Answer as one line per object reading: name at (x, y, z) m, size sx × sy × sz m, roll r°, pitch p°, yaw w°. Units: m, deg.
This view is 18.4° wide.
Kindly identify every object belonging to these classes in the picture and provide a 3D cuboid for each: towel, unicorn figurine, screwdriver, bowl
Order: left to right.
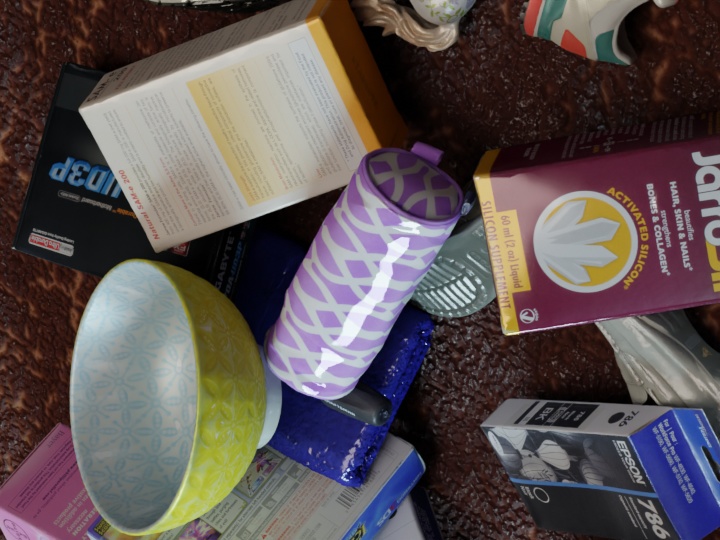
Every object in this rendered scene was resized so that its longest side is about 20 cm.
bowl at (-0.123, 0.093, 1.632) m, size 0.200 × 0.107 × 0.201 m, roll -5°, pitch 84°, yaw 56°
screwdriver at (-0.058, 0.070, 1.660) m, size 0.200 × 0.029 × 0.028 m, roll 24°, pitch 91°, yaw 30°
towel at (-0.047, 0.062, 1.701) m, size 0.200 × 0.050 × 0.148 m, roll 27°, pitch 94°, yaw 31°
unicorn figurine at (0.062, -0.235, 1.521) m, size 0.137 × 0.074 × 0.200 m, roll 36°, pitch 143°, yaw 22°

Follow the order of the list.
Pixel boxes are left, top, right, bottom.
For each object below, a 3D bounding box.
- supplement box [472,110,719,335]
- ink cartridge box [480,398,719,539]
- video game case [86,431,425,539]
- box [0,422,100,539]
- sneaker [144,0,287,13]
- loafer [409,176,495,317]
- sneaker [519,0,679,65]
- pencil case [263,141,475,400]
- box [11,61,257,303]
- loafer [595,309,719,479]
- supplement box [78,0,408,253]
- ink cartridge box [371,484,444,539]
supplement box at (0.183, -0.034, 1.436) m, size 0.199 × 0.086 × 0.111 m, roll -9°, pitch 103°, yaw 12°
ink cartridge box at (0.177, 0.140, 1.548) m, size 0.200 × 0.039 × 0.100 m, roll -4°, pitch 121°, yaw 53°
video game case at (-0.080, 0.178, 1.705) m, size 0.181 × 0.200 × 0.045 m, roll 31°, pitch 162°, yaw 31°
box at (-0.184, 0.248, 1.836) m, size 0.200 × 0.097 × 0.176 m, roll 23°, pitch 147°, yaw 29°
sneaker at (-0.088, -0.239, 1.637) m, size 0.200 × 0.078 × 0.090 m, roll -4°, pitch 87°, yaw 39°
loafer at (0.087, -0.024, 1.589) m, size 0.075 × 0.070 × 0.200 m, roll 42°, pitch 146°, yaw -19°
sneaker at (0.179, -0.223, 1.440) m, size 0.093 × 0.070 × 0.200 m, roll 27°, pitch 122°, yaw 6°
pencil case at (0.000, 0.000, 1.564) m, size 0.084 × 0.086 × 0.200 m, roll 25°, pitch 125°, yaw -9°
box at (-0.168, -0.066, 1.737) m, size 0.200 × 0.046 × 0.159 m, roll 17°, pitch 93°, yaw 32°
loafer at (0.204, 0.064, 1.521) m, size 0.200 × 0.070 × 0.070 m, roll 47°, pitch 121°, yaw 13°
supplement box at (-0.083, -0.109, 1.597) m, size 0.199 × 0.074 × 0.126 m, roll -18°, pitch 112°, yaw 20°
ink cartridge box at (-0.005, 0.292, 1.696) m, size 0.200 × 0.041 × 0.200 m, roll -37°, pitch 52°, yaw 21°
